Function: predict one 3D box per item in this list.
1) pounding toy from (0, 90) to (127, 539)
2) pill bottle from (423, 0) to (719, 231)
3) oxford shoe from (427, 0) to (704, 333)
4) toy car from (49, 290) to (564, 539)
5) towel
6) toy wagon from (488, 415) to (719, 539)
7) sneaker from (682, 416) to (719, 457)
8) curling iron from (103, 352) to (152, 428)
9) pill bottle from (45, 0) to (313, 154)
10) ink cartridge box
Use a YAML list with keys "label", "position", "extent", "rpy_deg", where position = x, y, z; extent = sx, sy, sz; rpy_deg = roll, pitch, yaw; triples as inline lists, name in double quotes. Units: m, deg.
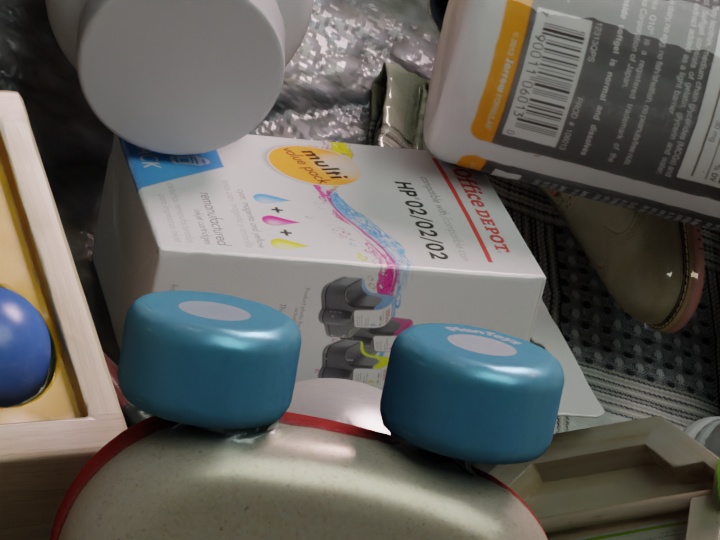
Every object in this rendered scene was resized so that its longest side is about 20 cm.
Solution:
- label: "pounding toy"
  position: [-0.201, -0.003, 1.057]
  extent: [0.184, 0.142, 0.200]
  rpy_deg: [-3, 62, -35]
- label: "pill bottle"
  position: [0.134, -0.079, 1.202]
  extent: [0.200, 0.116, 0.117]
  rpy_deg: [14, 52, -4]
- label: "oxford shoe"
  position: [0.088, -0.052, 1.300]
  extent: [0.074, 0.071, 0.200]
  rpy_deg: [-4, 50, -32]
- label: "toy car"
  position: [-0.028, 0.091, 1.064]
  extent: [0.177, 0.185, 0.200]
  rpy_deg: [8, 12, -10]
- label: "towel"
  position: [0.088, 0.008, 1.312]
  extent: [0.200, 0.035, 0.193]
  rpy_deg: [20, 51, -20]
- label: "toy wagon"
  position: [0.080, 0.145, 1.134]
  extent: [0.040, 0.155, 0.200]
  rpy_deg: [54, 35, -38]
- label: "sneaker"
  position: [0.198, 0.143, 1.202]
  extent: [0.074, 0.080, 0.200]
  rpy_deg: [-21, 79, -37]
- label: "curling iron"
  position: [-0.064, 0.094, 1.153]
  extent: [0.200, 0.050, 0.026]
  rpy_deg: [43, 47, -8]
- label: "pill bottle"
  position: [-0.076, -0.136, 1.213]
  extent: [0.111, 0.111, 0.200]
  rpy_deg: [23, 30, -18]
- label: "ink cartridge box"
  position: [0.000, 0.000, 1.182]
  extent: [0.200, 0.068, 0.115]
  rpy_deg: [5, 27, -17]
